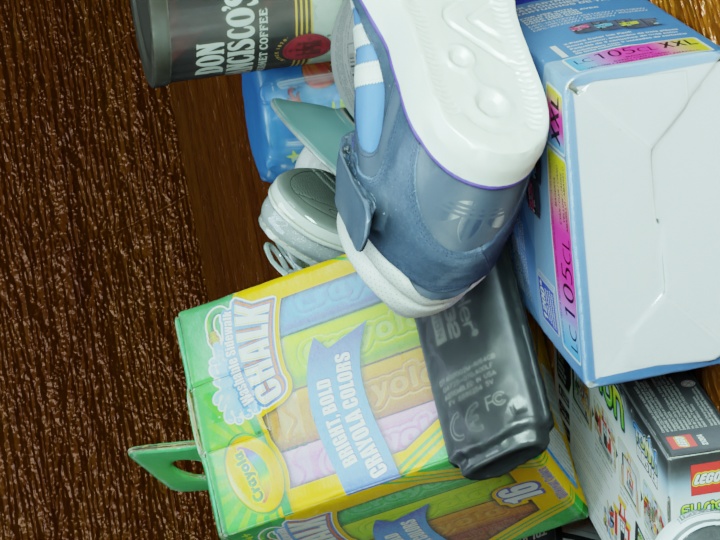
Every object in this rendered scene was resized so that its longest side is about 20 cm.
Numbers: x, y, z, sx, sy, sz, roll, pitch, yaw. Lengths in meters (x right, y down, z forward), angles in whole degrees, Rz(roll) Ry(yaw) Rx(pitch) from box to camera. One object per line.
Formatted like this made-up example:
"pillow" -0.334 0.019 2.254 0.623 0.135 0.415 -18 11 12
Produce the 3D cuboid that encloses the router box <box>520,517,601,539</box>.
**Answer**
"router box" 0.058 0.222 1.375 0.200 0.052 0.158 -31 54 42

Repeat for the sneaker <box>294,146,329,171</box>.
"sneaker" 0.026 0.002 1.599 0.100 0.075 0.200 46 172 48

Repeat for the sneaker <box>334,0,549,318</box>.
"sneaker" 0.018 -0.078 1.132 0.147 0.080 0.201 117 148 -48

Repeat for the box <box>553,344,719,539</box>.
"box" 0.131 0.086 1.217 0.200 0.035 0.110 -114 18 -63

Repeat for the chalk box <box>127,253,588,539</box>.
"chalk box" -0.010 0.078 1.260 0.124 0.199 0.124 47 -155 -60

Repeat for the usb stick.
"usb stick" 0.044 -0.003 1.183 0.033 0.055 0.201 24 -134 -50

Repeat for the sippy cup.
"sippy cup" -0.006 -0.109 1.644 0.140 0.130 0.179 110 150 -74

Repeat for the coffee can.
"coffee can" -0.034 -0.192 1.514 0.146 0.199 0.147 172 90 -82

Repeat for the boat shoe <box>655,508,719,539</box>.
"boat shoe" 0.153 0.203 1.100 0.066 0.070 0.201 -118 29 -71

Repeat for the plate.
"plate" 0.035 -0.038 1.429 0.026 0.200 0.200 -51 19 7

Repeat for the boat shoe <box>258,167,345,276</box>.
"boat shoe" -0.001 -0.001 1.380 0.074 0.065 0.202 42 -173 23

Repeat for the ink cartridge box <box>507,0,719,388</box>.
"ink cartridge box" 0.104 -0.047 1.153 0.200 0.076 0.137 -118 22 -71

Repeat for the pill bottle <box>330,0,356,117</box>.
"pill bottle" 0.044 -0.114 1.352 0.200 0.114 0.115 -161 64 -81
